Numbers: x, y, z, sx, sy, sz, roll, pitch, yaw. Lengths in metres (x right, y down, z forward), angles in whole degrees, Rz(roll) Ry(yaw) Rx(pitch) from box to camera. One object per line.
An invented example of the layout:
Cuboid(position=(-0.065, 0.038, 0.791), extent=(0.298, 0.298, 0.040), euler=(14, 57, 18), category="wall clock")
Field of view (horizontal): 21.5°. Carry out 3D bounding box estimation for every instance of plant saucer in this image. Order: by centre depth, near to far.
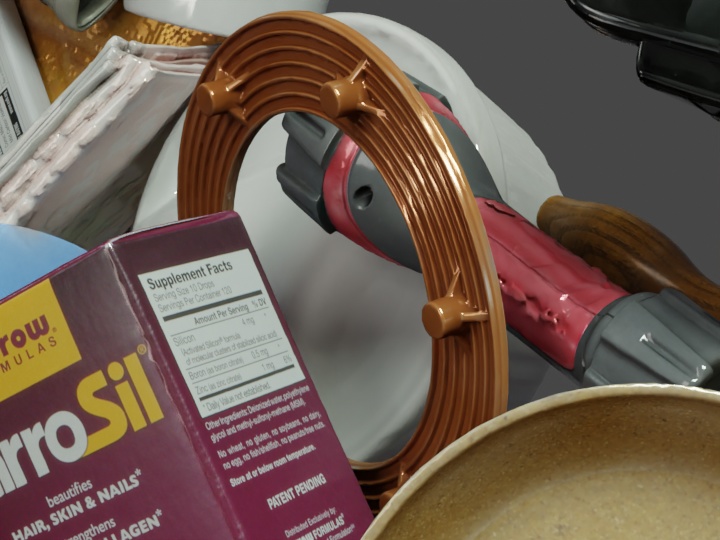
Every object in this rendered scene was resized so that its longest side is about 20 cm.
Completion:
Cuboid(position=(0.085, 0.135, 0.570), extent=(0.199, 0.035, 0.201), euler=(0, 86, 4), category="plant saucer")

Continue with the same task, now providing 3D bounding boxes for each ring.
Cuboid(position=(-0.017, 0.008, 0.681), extent=(0.200, 0.019, 0.201), euler=(29, 127, 48), category="ring")

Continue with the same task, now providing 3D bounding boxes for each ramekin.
Cuboid(position=(0.000, 0.000, 0.806), extent=(0.202, 0.094, 0.203), euler=(-12, 70, 38), category="ramekin")

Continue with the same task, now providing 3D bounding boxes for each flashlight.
Cuboid(position=(0.052, -0.005, 0.654), extent=(0.200, 0.067, 0.068), euler=(39, 129, 40), category="flashlight")

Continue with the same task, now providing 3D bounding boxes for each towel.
Cuboid(position=(-0.139, -0.029, 0.869), extent=(0.200, 0.191, 0.032), euler=(-44, 85, 11), category="towel")

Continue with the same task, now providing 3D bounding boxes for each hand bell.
Cuboid(position=(0.136, 0.021, 0.681), extent=(0.200, 0.104, 0.104), euler=(36, 102, 43), category="hand bell")

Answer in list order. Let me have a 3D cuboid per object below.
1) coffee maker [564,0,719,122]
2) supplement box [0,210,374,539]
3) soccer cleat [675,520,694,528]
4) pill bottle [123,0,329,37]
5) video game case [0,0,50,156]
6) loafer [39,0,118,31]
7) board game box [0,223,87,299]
Cuboid(position=(0.188, -0.085, 0.596), extent=(0.191, 0.200, 0.135), euler=(-6, 75, 40), category="coffee maker")
Cuboid(position=(-0.063, 0.095, 0.653), extent=(0.110, 0.086, 0.201), euler=(-27, 85, 27), category="supplement box")
Cuboid(position=(0.063, 0.162, 0.614), extent=(0.073, 0.068, 0.201), euler=(6, 79, 40), category="soccer cleat")
Cuboid(position=(-0.045, -0.210, 0.880), extent=(0.114, 0.114, 0.201), euler=(22, 104, 42), category="pill bottle")
Cuboid(position=(-0.253, -0.079, 1.097), extent=(0.182, 0.022, 0.201), euler=(-40, 56, 25), category="video game case")
Cuboid(position=(-0.102, -0.207, 0.977), extent=(0.200, 0.070, 0.070), euler=(-47, 60, 28), category="loafer")
Cuboid(position=(-0.153, 0.083, 0.764), extent=(0.039, 0.157, 0.201), euler=(152, 125, -63), category="board game box")
